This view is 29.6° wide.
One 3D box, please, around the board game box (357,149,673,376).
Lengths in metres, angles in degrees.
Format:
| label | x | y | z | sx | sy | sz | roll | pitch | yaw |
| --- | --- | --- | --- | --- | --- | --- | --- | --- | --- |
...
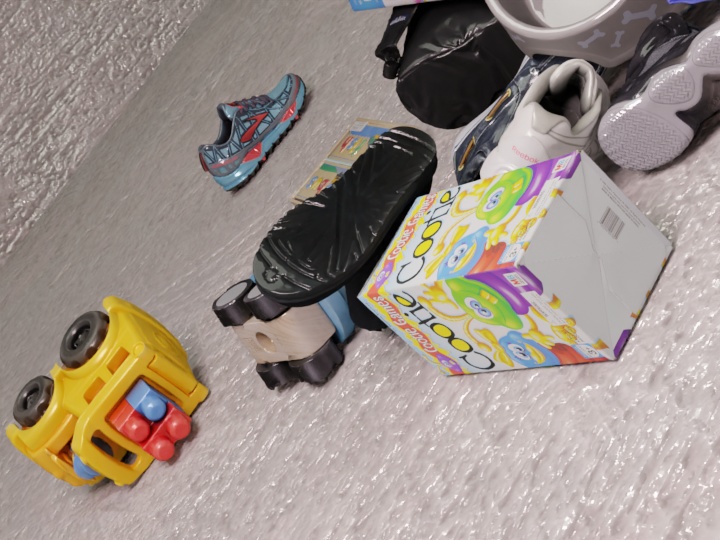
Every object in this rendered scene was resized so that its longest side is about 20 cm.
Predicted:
| label | x | y | z | sx | sy | sz | roll | pitch | yaw |
| --- | --- | --- | --- | --- | --- | --- | --- | --- | --- |
| board game box | 0.106 | 0.001 | 0.986 | 0.199 | 0.105 | 0.104 | -13 | 40 | 58 |

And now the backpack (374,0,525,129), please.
| label | x | y | z | sx | sy | sz | roll | pitch | yaw |
| --- | --- | --- | --- | --- | --- | --- | --- | --- | --- |
| backpack | 0.109 | -0.226 | 1.358 | 0.165 | 0.127 | 0.201 | -20 | 27 | 13 |

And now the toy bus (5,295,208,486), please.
| label | x | y | z | sx | sy | sz | roll | pitch | yaw |
| --- | --- | --- | --- | --- | --- | --- | --- | --- | --- |
| toy bus | -0.257 | 0.158 | 1.441 | 0.201 | 0.136 | 0.192 | -50 | 36 | -1 |

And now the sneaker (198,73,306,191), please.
| label | x | y | z | sx | sy | sz | roll | pitch | yaw |
| --- | --- | --- | --- | --- | --- | --- | --- | --- | --- |
| sneaker | -0.153 | -0.213 | 1.917 | 0.201 | 0.095 | 0.079 | -56 | 22 | -20 |

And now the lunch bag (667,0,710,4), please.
| label | x | y | z | sx | sy | sz | roll | pitch | yaw |
| --- | --- | --- | --- | --- | --- | --- | --- | --- | --- |
| lunch bag | 0.329 | -0.241 | 0.952 | 0.149 | 0.095 | 0.200 | -22 | 24 | -21 |

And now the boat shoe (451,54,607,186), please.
| label | x | y | z | sx | sy | sz | roll | pitch | yaw |
| --- | --- | --- | --- | --- | --- | --- | --- | --- | --- |
| boat shoe | 0.156 | -0.134 | 1.188 | 0.201 | 0.070 | 0.091 | -49 | 20 | 26 |

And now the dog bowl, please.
| label | x | y | z | sx | sy | sz | roll | pitch | yaw |
| --- | --- | --- | --- | --- | --- | --- | --- | --- | --- |
| dog bowl | 0.183 | -0.268 | 1.129 | 0.198 | 0.058 | 0.203 | -11 | 71 | 36 |

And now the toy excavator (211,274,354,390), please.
| label | x | y | z | sx | sy | sz | roll | pitch | yaw |
| --- | --- | --- | --- | --- | --- | --- | --- | --- | --- |
| toy excavator | -0.050 | 0.014 | 1.325 | 0.200 | 0.100 | 0.194 | -44 | 18 | -30 |

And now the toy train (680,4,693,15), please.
| label | x | y | z | sx | sy | sz | roll | pitch | yaw |
| --- | --- | --- | --- | --- | --- | --- | --- | --- | --- |
| toy train | 0.255 | -0.311 | 1.186 | 0.201 | 0.086 | 0.115 | -106 | 33 | -41 |

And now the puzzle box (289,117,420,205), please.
| label | x | y | z | sx | sy | sz | roll | pitch | yaw |
| --- | --- | --- | --- | --- | --- | --- | --- | --- | --- |
| puzzle box | -0.005 | -0.110 | 1.529 | 0.133 | 0.025 | 0.200 | -51 | 20 | -6 |

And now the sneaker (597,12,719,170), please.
| label | x | y | z | sx | sy | sz | roll | pitch | yaw |
| --- | --- | --- | --- | --- | --- | --- | --- | --- | --- |
| sneaker | 0.262 | -0.162 | 1.006 | 0.199 | 0.075 | 0.114 | -33 | 24 | 35 |

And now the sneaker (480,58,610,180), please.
| label | x | y | z | sx | sy | sz | roll | pitch | yaw |
| --- | --- | --- | --- | --- | --- | --- | --- | --- | --- |
| sneaker | 0.165 | -0.125 | 1.066 | 0.200 | 0.077 | 0.100 | -53 | -11 | -53 |

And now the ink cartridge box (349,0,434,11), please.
| label | x | y | z | sx | sy | sz | roll | pitch | yaw |
| --- | --- | --- | --- | --- | --- | --- | --- | --- | --- |
| ink cartridge box | 0.091 | -0.324 | 1.318 | 0.199 | 0.085 | 0.144 | 1 | 33 | 44 |

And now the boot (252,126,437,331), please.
| label | x | y | z | sx | sy | sz | roll | pitch | yaw |
| --- | --- | --- | --- | --- | --- | --- | --- | --- | --- |
| boot | 0.000 | 0.000 | 1.119 | 0.076 | 0.169 | 0.200 | 28 | 58 | 26 |
